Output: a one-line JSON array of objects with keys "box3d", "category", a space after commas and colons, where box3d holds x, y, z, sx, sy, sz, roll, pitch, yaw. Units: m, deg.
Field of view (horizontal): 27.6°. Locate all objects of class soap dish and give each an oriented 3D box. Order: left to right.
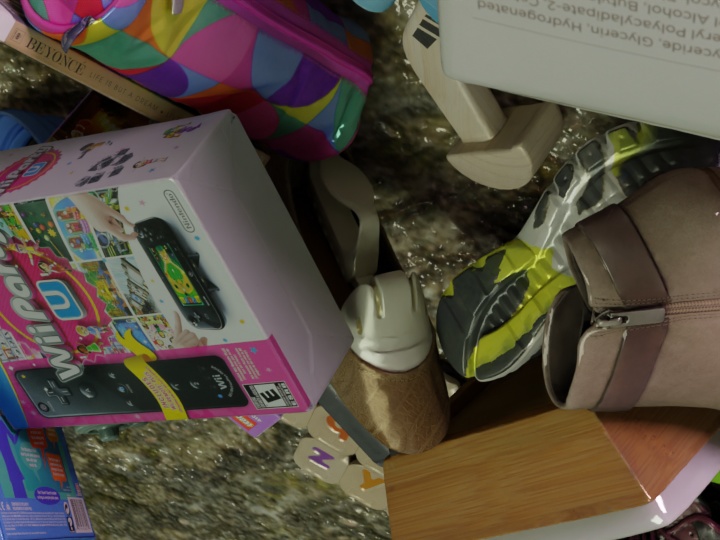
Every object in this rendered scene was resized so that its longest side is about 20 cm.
[{"box3d": [0.117, 0.087, 0.815, 0.200, 0.157, 0.081, -24, 100, 49], "category": "soap dish"}]

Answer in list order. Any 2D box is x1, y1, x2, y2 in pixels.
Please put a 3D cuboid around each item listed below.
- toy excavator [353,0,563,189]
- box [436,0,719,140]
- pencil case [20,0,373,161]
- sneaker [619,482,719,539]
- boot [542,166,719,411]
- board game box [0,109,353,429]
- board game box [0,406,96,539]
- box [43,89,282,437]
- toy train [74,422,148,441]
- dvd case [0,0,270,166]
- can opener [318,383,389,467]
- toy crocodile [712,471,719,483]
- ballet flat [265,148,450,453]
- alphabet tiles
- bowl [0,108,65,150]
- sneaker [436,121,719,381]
[{"box3d": [0.039, -0.138, 0.671, 0.194, 0.100, 0.200, 38, 156, -4], "category": "toy excavator"}, {"box3d": [0.145, -0.161, 0.462, 0.200, 0.199, 0.171, 17, 141, 20], "category": "box"}, {"box3d": [-0.071, -0.116, 0.698, 0.088, 0.089, 0.200, 3, 169, 34], "category": "pencil case"}, {"box3d": [0.172, 0.159, 0.927, 0.200, 0.076, 0.116, 12, 135, 10], "category": "sneaker"}, {"box3d": [0.158, 0.039, 0.683, 0.146, 0.070, 0.200, -14, 120, -11], "category": "boot"}, {"box3d": [-0.125, 0.006, 0.747, 0.200, 0.064, 0.148, -6, 125, 33], "category": "board game box"}, {"box3d": [-0.223, 0.068, 0.848, 0.045, 0.200, 0.152, -20, 168, 5], "category": "board game box"}, {"box3d": [-0.100, -0.016, 0.858, 0.200, 0.137, 0.039, 39, 142, -9], "category": "box"}, {"box3d": [-0.125, 0.059, 0.989, 0.200, 0.114, 0.085, -32, 67, 54], "category": "toy train"}, {"box3d": [-0.151, -0.120, 0.743, 0.149, 0.016, 0.200, 40, -170, 39], "category": "dvd case"}, {"box3d": [0.009, 0.104, 0.963, 0.067, 0.053, 0.200, -21, 118, 46], "category": "can opener"}, {"box3d": [0.279, 0.110, 0.798, 0.200, 0.062, 0.068, 6, 122, 35], "category": "toy crocodile"}, {"box3d": [0.000, 0.000, 0.796, 0.072, 0.068, 0.200, 117, 137, -55], "category": "ballet flat"}, {"box3d": [0.026, 0.116, 1.020, 0.200, 0.015, 0.196, 29, 144, 4], "category": "alphabet tiles"}, {"box3d": [-0.203, -0.005, 0.944, 0.201, 0.039, 0.201, 20, 115, 51], "category": "bowl"}, {"box3d": [0.125, -0.016, 0.759, 0.200, 0.085, 0.075, -37, 75, 32], "category": "sneaker"}]
